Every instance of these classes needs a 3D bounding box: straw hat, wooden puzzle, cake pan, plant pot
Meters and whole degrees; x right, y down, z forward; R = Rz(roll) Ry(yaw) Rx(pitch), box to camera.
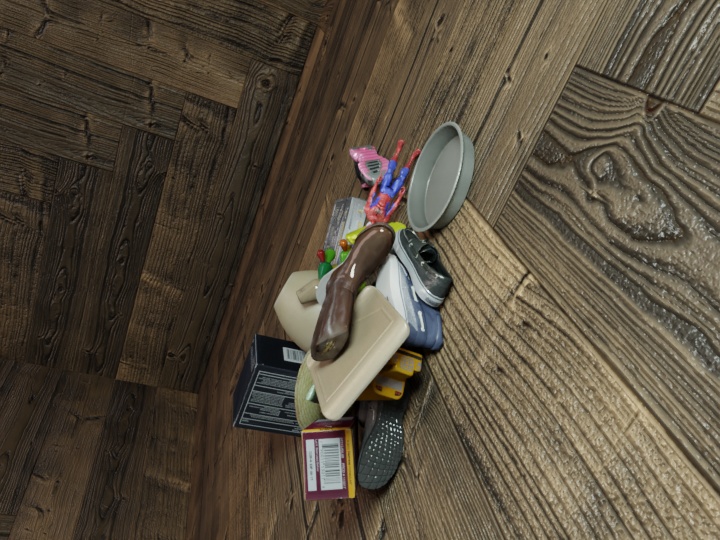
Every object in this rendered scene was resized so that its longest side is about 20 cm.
[{"bbox_3d":[-0.050,0.251,1.238,0.084,0.201,0.205,3,75,25],"label":"straw hat"},{"bbox_3d":[-0.007,0.127,0.961,0.186,0.037,0.200,-51,22,3],"label":"wooden puzzle"},{"bbox_3d":[0.144,-0.163,1.079,0.200,0.036,0.204,-165,90,-71],"label":"cake pan"},{"bbox_3d":[-0.126,0.079,1.423,0.202,0.133,0.200,-60,3,5],"label":"plant pot"}]

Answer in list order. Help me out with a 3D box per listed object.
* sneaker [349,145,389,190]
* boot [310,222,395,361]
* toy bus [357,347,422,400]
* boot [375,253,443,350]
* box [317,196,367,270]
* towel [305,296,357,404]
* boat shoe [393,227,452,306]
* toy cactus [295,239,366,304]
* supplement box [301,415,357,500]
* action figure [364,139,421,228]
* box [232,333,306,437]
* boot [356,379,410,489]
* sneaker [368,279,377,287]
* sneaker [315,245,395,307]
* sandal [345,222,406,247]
[{"bbox_3d":[0.023,-0.233,1.450,0.201,0.078,0.097,-110,17,-60],"label":"sneaker"},{"bbox_3d":[-0.014,0.037,0.977,0.187,0.064,0.201,-51,14,37],"label":"boot"},{"bbox_3d":[0.019,0.171,0.996,0.199,0.064,0.080,-21,52,58],"label":"toy bus"},{"bbox_3d":[0.082,0.055,1.023,0.202,0.089,0.073,-95,25,-47],"label":"boot"},{"bbox_3d":[-0.047,-0.084,1.544,0.158,0.048,0.203,-172,95,-70],"label":"box"},{"bbox_3d":[-0.047,0.151,1.121,0.153,0.023,0.202,75,-141,-74],"label":"towel"},{"bbox_3d":[0.111,-0.020,1.039,0.057,0.068,0.201,-56,32,26],"label":"boat shoe"},{"bbox_3d":[-0.062,0.022,1.308,0.201,0.163,0.103,58,169,35],"label":"toy cactus"},{"bbox_3d":[-0.048,0.325,1.059,0.200,0.084,0.112,71,-165,-81],"label":"supplement box"},{"bbox_3d":[0.058,-0.168,1.227,0.202,0.065,0.052,-64,9,-7],"label":"action figure"},{"bbox_3d":[-0.192,0.283,1.460,0.124,0.197,0.201,-110,39,-58],"label":"box"},{"bbox_3d":[0.028,0.280,1.065,0.131,0.069,0.203,-31,37,67],"label":"boot"},{"bbox_3d":[0.049,0.078,1.112,0.114,0.074,0.202,120,158,-44],"label":"sneaker"},{"bbox_3d":[0.000,0.000,1.158,0.115,0.074,0.200,-30,-11,-49],"label":"sneaker"},{"bbox_3d":[0.044,-0.049,1.251,0.199,0.079,0.088,5,118,64],"label":"sandal"}]
